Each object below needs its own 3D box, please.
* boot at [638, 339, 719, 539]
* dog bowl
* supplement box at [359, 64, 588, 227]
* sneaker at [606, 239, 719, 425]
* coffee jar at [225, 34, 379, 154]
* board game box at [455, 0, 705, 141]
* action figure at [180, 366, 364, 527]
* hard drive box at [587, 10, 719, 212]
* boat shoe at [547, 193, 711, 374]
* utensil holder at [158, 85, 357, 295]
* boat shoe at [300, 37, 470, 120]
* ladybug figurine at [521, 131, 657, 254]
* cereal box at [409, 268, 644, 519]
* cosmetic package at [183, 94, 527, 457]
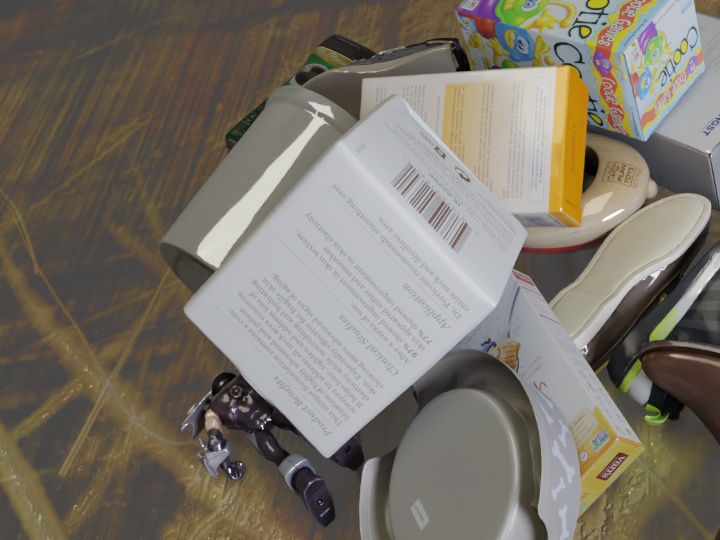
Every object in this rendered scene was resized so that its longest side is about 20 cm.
[{"bbox_3d":[0.250,0.164,0.727,0.184,0.065,0.202,23,65,18],"label":"boot"},{"bbox_3d":[0.081,0.164,0.784,0.199,0.058,0.204,-30,51,45],"label":"dog bowl"},{"bbox_3d":[0.097,-0.106,0.936,0.196,0.073,0.129,2,84,27],"label":"supplement box"},{"bbox_3d":[0.286,0.047,0.853,0.200,0.072,0.083,-43,69,-12],"label":"sneaker"},{"bbox_3d":[-0.055,-0.180,1.210,0.104,0.086,0.200,32,71,37],"label":"coffee jar"},{"bbox_3d":[0.203,-0.216,0.981,0.199,0.104,0.105,27,66,42],"label":"board game box"},{"bbox_3d":[-0.083,0.142,0.949,0.131,0.070,0.199,-50,43,-10],"label":"action figure"},{"bbox_3d":[0.307,-0.167,1.012,0.156,0.077,0.199,-43,44,-13],"label":"hard drive box"},{"bbox_3d":[0.231,0.015,0.900,0.200,0.060,0.071,-43,35,-15],"label":"boat shoe"},{"bbox_3d":[-0.080,-0.051,1.047,0.168,0.171,0.201,23,68,40],"label":"utensil holder"},{"bbox_3d":[0.028,-0.201,1.144,0.196,0.076,0.093,-10,18,14],"label":"boat shoe"},{"bbox_3d":[0.182,-0.068,0.991,0.197,0.072,0.137,5,52,32],"label":"ladybug figurine"},{"bbox_3d":[0.122,0.113,0.838,0.145,0.039,0.201,-53,39,22],"label":"cereal box"},{"bbox_3d":[0.000,0.000,0.842,0.200,0.167,0.167,-43,4,27],"label":"cosmetic package"}]
